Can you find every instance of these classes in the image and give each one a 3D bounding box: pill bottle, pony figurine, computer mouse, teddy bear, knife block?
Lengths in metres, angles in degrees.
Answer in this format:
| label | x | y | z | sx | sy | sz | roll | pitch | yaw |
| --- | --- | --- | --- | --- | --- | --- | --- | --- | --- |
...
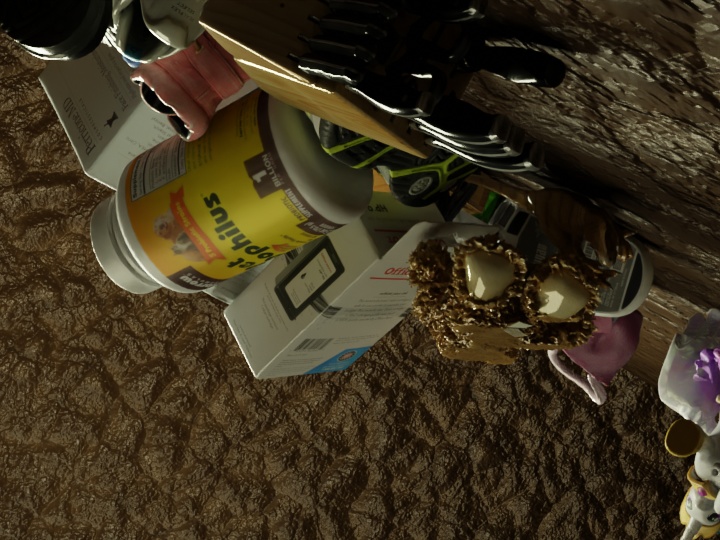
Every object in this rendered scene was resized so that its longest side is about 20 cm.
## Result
| label | x | y | z | sx | sy | sz | roll | pitch | yaw |
| --- | --- | --- | --- | --- | --- | --- | --- | --- | --- |
| pill bottle | -0.096 | -0.053 | 0.746 | 0.198 | 0.111 | 0.109 | -23 | 148 | 28 |
| pony figurine | 0.297 | 0.117 | 0.823 | 0.165 | 0.194 | 0.201 | 26 | 160 | 27 |
| computer mouse | 0.137 | -0.019 | 0.836 | 0.198 | 0.111 | 0.044 | 21 | -164 | 21 |
| teddy bear | 0.099 | 0.015 | 0.746 | 0.143 | 0.068 | 0.200 | 5 | 164 | 11 |
| knife block | 0.017 | -0.097 | 0.517 | 0.174 | 0.064 | 0.200 | 31 | 180 | 8 |

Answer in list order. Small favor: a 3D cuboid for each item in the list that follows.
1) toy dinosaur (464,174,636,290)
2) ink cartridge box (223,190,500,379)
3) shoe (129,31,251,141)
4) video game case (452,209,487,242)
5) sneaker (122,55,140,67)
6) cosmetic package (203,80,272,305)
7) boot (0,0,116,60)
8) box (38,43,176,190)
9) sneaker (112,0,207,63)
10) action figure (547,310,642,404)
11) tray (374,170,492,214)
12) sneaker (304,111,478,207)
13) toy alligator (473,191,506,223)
| label | x | y | z | sx | sy | sz | roll | pitch | yaw |
| --- | --- | --- | --- | --- | --- | --- | --- | --- | --- |
| toy dinosaur | 0.144 | -0.041 | 0.753 | 0.106 | 0.061 | 0.200 | 43 | 175 | -25 |
| ink cartridge box | 0.000 | 0.000 | 0.819 | 0.115 | 0.200 | 0.068 | 0 | -126 | -51 |
| shoe | -0.119 | -0.150 | 0.722 | 0.072 | 0.091 | 0.200 | 49 | 174 | -27 |
| video game case | 0.079 | -0.003 | 0.990 | 0.142 | 0.018 | 0.199 | -21 | 157 | 28 |
| sneaker | -0.123 | -0.168 | 0.934 | 0.199 | 0.086 | 0.077 | 29 | 180 | -21 |
| cosmetic package | -0.089 | -0.081 | 0.860 | 0.101 | 0.202 | 0.074 | 30 | 180 | 25 |
| boot | -0.193 | -0.196 | 0.760 | 0.158 | 0.079 | 0.212 | 38 | -163 | -53 |
| box | -0.202 | -0.160 | 1.102 | 0.199 | 0.131 | 0.199 | 29 | -163 | -46 |
| sneaker | -0.126 | -0.169 | 0.628 | 0.074 | 0.087 | 0.200 | 27 | -177 | -24 |
| action figure | 0.174 | 0.032 | 0.948 | 0.134 | 0.150 | 0.199 | 36 | -162 | 32 |
| tray | 0.018 | -0.080 | 0.954 | 0.098 | 0.037 | 0.199 | 30 | 161 | -29 |
| sneaker | 0.023 | -0.103 | 0.705 | 0.077 | 0.075 | 0.200 | 59 | -166 | 26 |
| toy alligator | 0.104 | -0.054 | 1.015 | 0.059 | 0.055 | 0.200 | 30 | 180 | -2 |
